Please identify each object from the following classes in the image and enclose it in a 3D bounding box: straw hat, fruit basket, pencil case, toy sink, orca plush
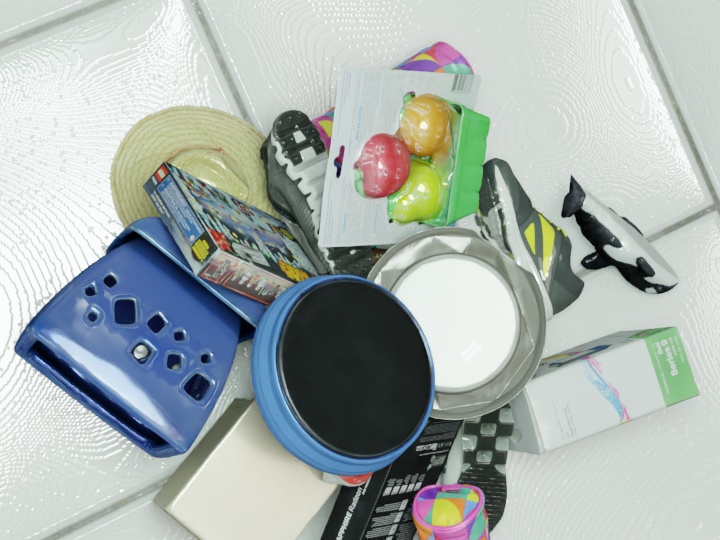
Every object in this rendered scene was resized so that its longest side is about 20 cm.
[{"bbox_3d":[-0.168,-0.091,1.606,0.199,0.085,0.203,1,85,-15],"label":"straw hat"},{"bbox_3d":[0.039,-0.118,1.562,0.199,0.094,0.187,-2,106,-35],"label":"fruit basket"},{"bbox_3d":[0.035,-0.175,1.661,0.199,0.088,0.089,-34,95,-14],"label":"pencil case"},{"bbox_3d":[-0.106,0.212,1.590,0.130,0.112,0.200,41,78,-10],"label":"toy sink"},{"bbox_3d":[0.111,0.321,1.615,0.088,0.088,0.201,-24,125,-15],"label":"pencil case"},{"bbox_3d":[0.285,-0.022,1.725,0.071,0.106,0.199,-42,136,19],"label":"orca plush"}]

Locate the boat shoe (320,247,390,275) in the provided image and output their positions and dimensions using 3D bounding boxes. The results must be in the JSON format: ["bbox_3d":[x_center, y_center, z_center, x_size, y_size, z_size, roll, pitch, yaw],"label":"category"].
[{"bbox_3d":[0.000,-0.001,1.637,0.201,0.075,0.075,-29,83,-10],"label":"boat shoe"}]

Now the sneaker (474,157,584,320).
[{"bbox_3d":[0.194,-0.040,1.716,0.084,0.074,0.201,-24,102,-21],"label":"sneaker"}]

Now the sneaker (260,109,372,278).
[{"bbox_3d":[-0.052,-0.070,1.609,0.066,0.090,0.201,-26,90,-30],"label":"sneaker"}]

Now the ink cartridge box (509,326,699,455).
[{"bbox_3d":[0.254,0.134,1.675,0.199,0.145,0.088,-20,91,-15],"label":"ink cartridge box"}]

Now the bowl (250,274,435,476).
[{"bbox_3d":[-0.012,0.099,1.464,0.199,0.039,0.202,11,68,-29],"label":"bowl"}]

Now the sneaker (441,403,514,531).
[{"bbox_3d":[0.128,0.215,1.678,0.073,0.089,0.202,9,109,-11],"label":"sneaker"}]

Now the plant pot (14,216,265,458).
[{"bbox_3d":[-0.219,0.064,1.529,0.200,0.200,0.180,40,72,-9],"label":"plant pot"}]

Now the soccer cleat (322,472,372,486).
[{"bbox_3d":[-0.048,0.128,1.510,0.068,0.085,0.201,-28,93,-36],"label":"soccer cleat"}]

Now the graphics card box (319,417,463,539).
[{"bbox_3d":[0.029,0.236,1.590,0.051,0.125,0.201,30,105,30],"label":"graphics card box"}]

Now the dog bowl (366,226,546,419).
[{"bbox_3d":[0.096,0.056,1.565,0.198,0.059,0.202,0,87,4],"label":"dog bowl"}]

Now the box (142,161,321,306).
[{"bbox_3d":[-0.120,-0.025,1.522,0.040,0.137,0.200,-45,143,15],"label":"box"}]

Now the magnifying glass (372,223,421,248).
[{"bbox_3d":[0.025,0.021,1.684,0.079,0.022,0.201,25,82,-9],"label":"magnifying glass"}]
